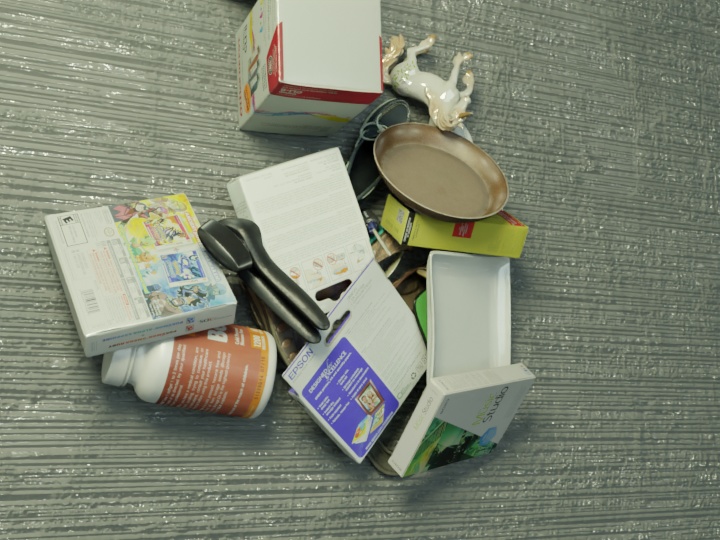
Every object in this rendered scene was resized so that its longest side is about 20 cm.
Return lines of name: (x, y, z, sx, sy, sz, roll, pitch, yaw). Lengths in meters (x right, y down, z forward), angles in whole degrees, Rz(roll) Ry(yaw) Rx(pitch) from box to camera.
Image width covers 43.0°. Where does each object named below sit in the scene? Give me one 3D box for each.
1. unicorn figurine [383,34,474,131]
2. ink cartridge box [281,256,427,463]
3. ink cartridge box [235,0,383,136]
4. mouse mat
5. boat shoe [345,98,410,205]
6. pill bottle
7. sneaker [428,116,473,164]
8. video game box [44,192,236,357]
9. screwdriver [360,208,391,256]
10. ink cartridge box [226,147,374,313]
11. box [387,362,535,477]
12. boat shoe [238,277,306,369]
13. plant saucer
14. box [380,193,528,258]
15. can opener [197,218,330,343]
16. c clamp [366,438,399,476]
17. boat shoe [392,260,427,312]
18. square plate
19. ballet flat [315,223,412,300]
unicorn figurine: (0.111, -0.271, 1.339, 0.138, 0.198, 0.074, -56, 148, -25)
ink cartridge box: (-0.003, 0.115, 1.199, 0.199, 0.043, 0.201, -51, 129, -20)
ink cartridge box: (-0.073, -0.277, 1.209, 0.143, 0.200, 0.148, 1, 81, -22)
mouse mat: (0.143, 0.091, 1.302, 0.161, 0.007, 0.202, -39, 117, -42)
boat shoe: (0.021, -0.172, 1.311, 0.075, 0.062, 0.201, 41, 67, -12)
pill bottle: (-0.212, 0.113, 1.129, 0.198, 0.112, 0.114, 13, 76, -23)
sneaker: (0.120, -0.140, 1.345, 0.098, 0.075, 0.203, -5, 84, -27)
video game box: (-0.267, -0.002, 1.103, 0.180, 0.047, 0.201, -13, 51, -24)
screwdriver: (0.017, -0.050, 1.226, 0.029, 0.200, 0.028, 6, 107, -6)
ink cartridge box: (-0.069, -0.045, 1.204, 0.159, 0.047, 0.203, -21, 95, -32)
box: (0.140, 0.201, 1.244, 0.198, 0.036, 0.146, -2, 126, -43)
boat shoe: (-0.106, 0.052, 1.212, 0.074, 0.073, 0.202, -19, 84, -29)
plant saucer: (0.107, -0.129, 1.254, 0.197, 0.032, 0.202, 14, 40, -12)
box: (0.132, -0.061, 1.278, 0.197, 0.075, 0.051, 7, 111, -25)
can opener: (-0.116, 0.013, 1.114, 0.200, 0.063, 0.079, 45, 49, 4)
c clamp: (0.048, 0.192, 1.285, 0.199, 0.027, 0.172, -37, 98, -25)
boat shoe: (0.091, 0.026, 1.306, 0.198, 0.072, 0.073, -20, 90, -26)
square plate: (0.149, 0.077, 1.284, 0.197, 0.028, 0.203, 2, 88, -49)
ballet flat: (0.000, 0.000, 1.274, 0.199, 0.068, 0.068, -36, 104, -24)
